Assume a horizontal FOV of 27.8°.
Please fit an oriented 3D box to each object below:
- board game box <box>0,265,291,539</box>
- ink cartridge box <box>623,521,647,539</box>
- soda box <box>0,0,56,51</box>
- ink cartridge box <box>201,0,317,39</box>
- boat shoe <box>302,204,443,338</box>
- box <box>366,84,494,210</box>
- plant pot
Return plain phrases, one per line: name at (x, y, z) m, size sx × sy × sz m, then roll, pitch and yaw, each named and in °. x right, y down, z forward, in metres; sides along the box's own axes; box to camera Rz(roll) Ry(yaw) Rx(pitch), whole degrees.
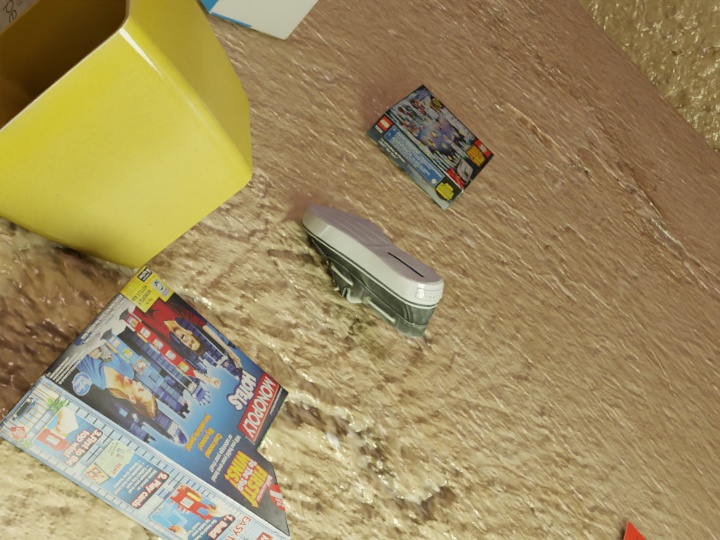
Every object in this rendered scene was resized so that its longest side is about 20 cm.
board game box at (-0.128, 0.115, 1.029) m, size 0.200 × 0.062 × 0.200 m, roll 43°, pitch 24°, yaw -6°
ink cartridge box at (0.336, 0.339, 1.416) m, size 0.200 × 0.047 × 0.160 m, roll 46°, pitch 24°, yaw -2°
soda box at (-0.292, -0.241, 1.335) m, size 0.063 × 0.068 × 0.201 m, roll 20°, pitch 34°, yaw -43°
ink cartridge box at (-0.158, -0.391, 1.771) m, size 0.146 × 0.084 × 0.201 m, roll 7°, pitch 44°, yaw -53°
boat shoe at (0.000, 0.000, 1.412) m, size 0.072 × 0.071 × 0.200 m, roll 3°, pitch 25°, yaw -38°
box at (0.093, -0.160, 1.849) m, size 0.137 × 0.040 × 0.200 m, roll 45°, pitch 24°, yaw -1°
plant pot at (-0.193, -0.126, 1.172) m, size 0.176 × 0.200 × 0.201 m, roll 43°, pitch 21°, yaw -30°
